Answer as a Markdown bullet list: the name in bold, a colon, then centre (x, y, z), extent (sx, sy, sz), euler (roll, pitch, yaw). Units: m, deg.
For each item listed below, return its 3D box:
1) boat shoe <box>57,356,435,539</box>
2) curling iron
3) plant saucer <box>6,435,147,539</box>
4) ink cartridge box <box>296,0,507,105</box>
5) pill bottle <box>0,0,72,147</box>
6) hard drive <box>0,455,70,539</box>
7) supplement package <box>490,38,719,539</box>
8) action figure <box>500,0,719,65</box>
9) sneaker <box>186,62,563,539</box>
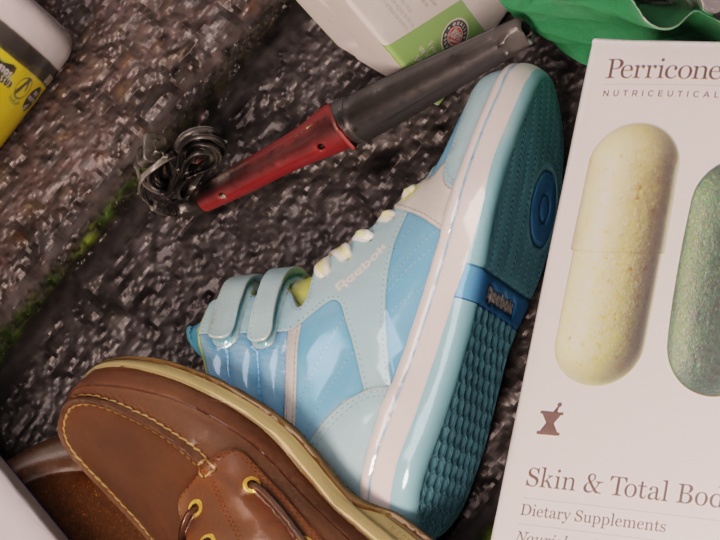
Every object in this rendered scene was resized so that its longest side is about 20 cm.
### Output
- **boat shoe**: centre (-0.043, 0.103, 0.782), extent (0.200, 0.072, 0.068), euler (34, 44, 20)
- **curling iron**: centre (-0.016, -0.062, 0.871), extent (0.200, 0.050, 0.026), euler (-18, 62, 27)
- **plant saucer**: centre (-0.119, 0.155, 0.853), extent (0.200, 0.032, 0.200), euler (-9, 65, 20)
- **ink cartridge box**: centre (0.048, -0.186, 0.869), extent (0.067, 0.117, 0.200), euler (34, 85, 32)
- **pill bottle**: centre (-0.234, -0.060, 0.947), extent (0.112, 0.112, 0.200), euler (35, 86, 32)
- **hard drive**: centre (-0.183, 0.140, 0.855), extent (0.132, 0.025, 0.200), euler (-46, 58, 0)
- **supplement package**: centre (0.151, 0.043, 0.706), extent (0.152, 0.151, 0.200), euler (4, 70, 26)
- **action figure**: centre (0.104, -0.104, 0.798), extent (0.055, 0.118, 0.200), euler (-60, 20, -3)
- **sneaker**: centre (0.000, 0.000, 0.836), extent (0.130, 0.080, 0.200), euler (12, 74, 27)
